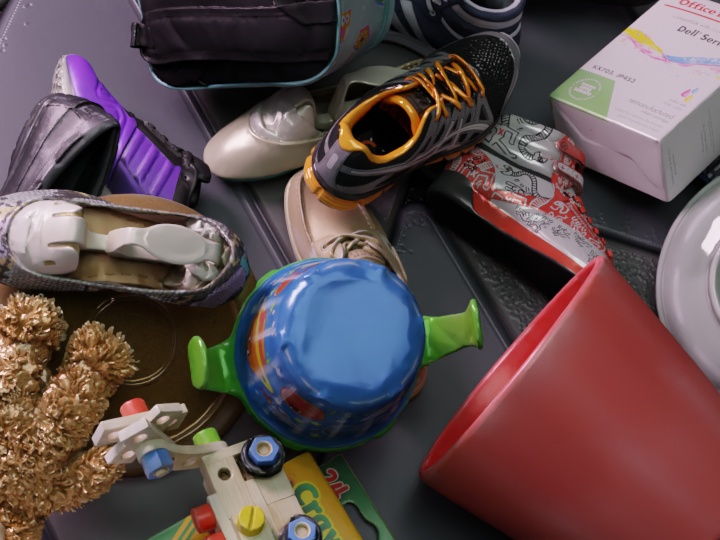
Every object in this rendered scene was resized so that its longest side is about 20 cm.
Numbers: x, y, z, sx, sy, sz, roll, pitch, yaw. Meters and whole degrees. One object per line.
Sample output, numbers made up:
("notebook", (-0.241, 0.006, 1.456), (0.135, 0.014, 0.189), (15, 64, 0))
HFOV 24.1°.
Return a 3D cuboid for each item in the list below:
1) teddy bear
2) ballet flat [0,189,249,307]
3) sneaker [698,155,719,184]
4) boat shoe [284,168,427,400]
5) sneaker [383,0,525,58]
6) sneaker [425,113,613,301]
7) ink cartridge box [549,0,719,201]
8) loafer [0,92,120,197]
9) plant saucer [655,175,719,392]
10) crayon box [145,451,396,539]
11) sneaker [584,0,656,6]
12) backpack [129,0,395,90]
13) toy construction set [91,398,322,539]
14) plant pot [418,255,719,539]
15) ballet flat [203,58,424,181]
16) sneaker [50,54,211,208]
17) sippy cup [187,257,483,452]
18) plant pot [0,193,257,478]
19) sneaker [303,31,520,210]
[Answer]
("teddy bear", (-0.226, 0.115, 1.117), (0.145, 0.067, 0.200), (41, 89, -12))
("ballet flat", (-0.170, -0.019, 1.115), (0.199, 0.072, 0.073), (8, 63, -8))
("sneaker", (0.330, -0.058, 1.341), (0.066, 0.079, 0.200), (-45, 58, -9))
("boat shoe", (0.000, 0.000, 1.255), (0.072, 0.065, 0.201), (-16, 67, -15))
("sneaker", (0.040, -0.228, 1.348), (0.199, 0.109, 0.070), (23, 62, 4))
("sneaker", (0.158, -0.040, 1.296), (0.201, 0.067, 0.108), (35, 67, 12))
("ink cartridge box", (0.259, -0.154, 1.341), (0.200, 0.068, 0.117), (-41, 46, -23))
("loafer", (-0.228, -0.027, 1.195), (0.070, 0.068, 0.202), (24, 93, 35))
("plant saucer", (0.314, 0.011, 1.249), (0.199, 0.050, 0.202), (-3, 82, 19))
("crayon box", (-0.063, 0.213, 1.151), (0.199, 0.051, 0.127), (-28, 70, -20))
("sneaker", (0.157, -0.247, 1.388), (0.199, 0.074, 0.082), (14, 43, 9))
("backpack", (-0.067, -0.227, 1.267), (0.199, 0.177, 0.153), (7, 22, 41))
("toy construction set", (-0.096, 0.173, 1.092), (0.130, 0.092, 0.201), (-19, 78, -19))
("plant pot", (0.167, 0.122, 1.162), (0.177, 0.200, 0.201), (41, 65, 1))
("ballet flat", (-0.027, -0.123, 1.311), (0.199, 0.070, 0.070), (-15, 67, -16))
("sneaker", (-0.167, -0.077, 1.274), (0.099, 0.070, 0.201), (-15, 71, -23))
("sippy cup", (-0.015, 0.049, 1.123), (0.178, 0.130, 0.140), (-44, 90, -14))
("plant pot", (-0.160, 0.048, 1.175), (0.198, 0.027, 0.202), (-1, 94, -15))
("sneaker", (0.048, -0.118, 1.255), (0.200, 0.077, 0.078), (-39, 81, -22))
